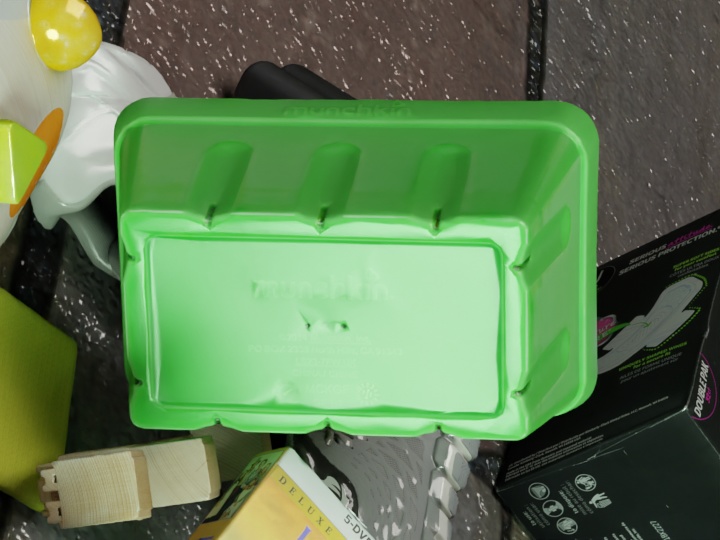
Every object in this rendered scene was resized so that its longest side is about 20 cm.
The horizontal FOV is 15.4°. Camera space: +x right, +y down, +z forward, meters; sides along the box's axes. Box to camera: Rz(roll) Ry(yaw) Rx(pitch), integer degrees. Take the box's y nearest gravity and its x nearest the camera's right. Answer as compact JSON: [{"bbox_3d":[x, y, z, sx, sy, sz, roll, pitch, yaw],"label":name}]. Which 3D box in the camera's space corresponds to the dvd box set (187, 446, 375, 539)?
[{"bbox_3d":[-0.042,0.188,1.030,0.146,0.029,0.200,50,55,-16],"label":"dvd box set"}]

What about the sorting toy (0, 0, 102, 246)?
[{"bbox_3d":[-0.193,-0.059,0.987,0.200,0.107,0.180,43,37,-22],"label":"sorting toy"}]

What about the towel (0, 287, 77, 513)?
[{"bbox_3d":[-0.188,0.019,1.035,0.200,0.018,0.086,37,45,-38],"label":"towel"}]

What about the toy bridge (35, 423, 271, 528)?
[{"bbox_3d":[-0.090,0.082,1.062,0.200,0.067,0.027,-3,85,-78],"label":"toy bridge"}]

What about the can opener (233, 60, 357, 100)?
[{"bbox_3d":[0.016,-0.029,1.283,0.200,0.067,0.053,34,18,28],"label":"can opener"}]

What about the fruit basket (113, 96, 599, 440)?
[{"bbox_3d":[0.000,0.000,1.114,0.216,0.216,0.156,-36,129,-59],"label":"fruit basket"}]

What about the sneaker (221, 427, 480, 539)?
[{"bbox_3d":[-0.007,0.072,1.210,0.115,0.075,0.200,39,39,-30],"label":"sneaker"}]

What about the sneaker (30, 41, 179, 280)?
[{"bbox_3d":[-0.079,-0.026,1.190,0.200,0.078,0.099,18,59,-39],"label":"sneaker"}]

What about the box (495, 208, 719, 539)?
[{"bbox_3d":[0.180,0.088,1.431,0.149,0.124,0.200,51,34,-19],"label":"box"}]
